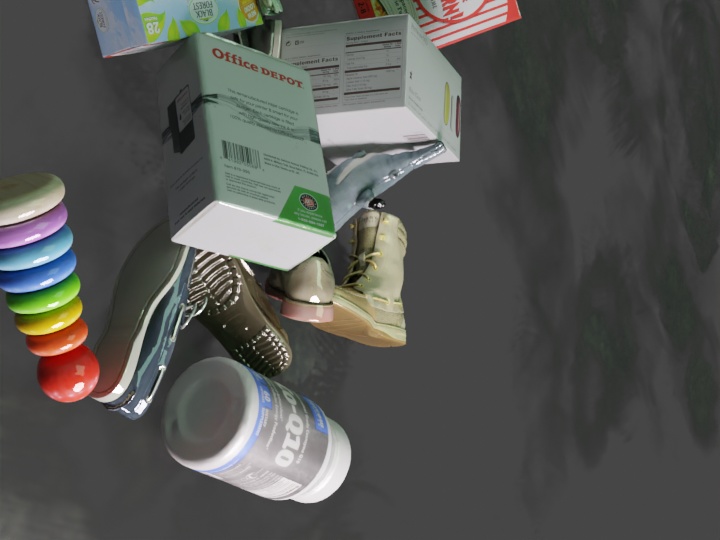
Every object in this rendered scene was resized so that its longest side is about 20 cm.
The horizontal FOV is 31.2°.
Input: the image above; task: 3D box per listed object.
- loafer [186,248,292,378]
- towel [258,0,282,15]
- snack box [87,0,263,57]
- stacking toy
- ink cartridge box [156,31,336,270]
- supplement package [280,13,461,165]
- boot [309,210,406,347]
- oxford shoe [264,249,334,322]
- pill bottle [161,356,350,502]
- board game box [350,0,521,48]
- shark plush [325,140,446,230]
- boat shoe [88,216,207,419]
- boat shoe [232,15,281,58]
[{"bbox_3d":[-0.141,0.024,1.326,0.200,0.076,0.067,61,4,-22],"label":"loafer"},{"bbox_3d":[-0.116,-0.378,1.404,0.153,0.023,0.200,-93,169,-78],"label":"towel"},{"bbox_3d":[-0.194,-0.310,1.287,0.200,0.068,0.169,-26,105,-56],"label":"snack box"},{"bbox_3d":[-0.274,0.021,1.112,0.085,0.085,0.200,-43,128,-52],"label":"stacking toy"},{"bbox_3d":[-0.115,-0.116,1.268,0.146,0.083,0.200,15,54,-38],"label":"ink cartridge box"},{"bbox_3d":[0.016,-0.201,1.496,0.200,0.155,0.111,30,60,-65],"label":"supplement package"},{"bbox_3d":[0.000,0.000,1.549,0.200,0.073,0.156,26,64,-56],"label":"boot"},{"bbox_3d":[-0.058,0.002,1.370,0.071,0.200,0.074,5,99,-14],"label":"oxford shoe"},{"bbox_3d":[-0.100,0.170,1.322,0.200,0.114,0.114,34,57,-52],"label":"pill bottle"},{"bbox_3d":[0.087,-0.360,1.637,0.046,0.200,0.152,-112,-179,-67],"label":"board game box"},{"bbox_3d":[0.010,-0.087,1.489,0.083,0.200,0.091,-107,179,-50],"label":"shark plush"},{"bbox_3d":[-0.195,0.043,1.226,0.062,0.075,0.200,44,51,-45],"label":"boat shoe"},{"bbox_3d":[-0.121,-0.180,1.412,0.067,0.057,0.200,114,-19,-81],"label":"boat shoe"}]
